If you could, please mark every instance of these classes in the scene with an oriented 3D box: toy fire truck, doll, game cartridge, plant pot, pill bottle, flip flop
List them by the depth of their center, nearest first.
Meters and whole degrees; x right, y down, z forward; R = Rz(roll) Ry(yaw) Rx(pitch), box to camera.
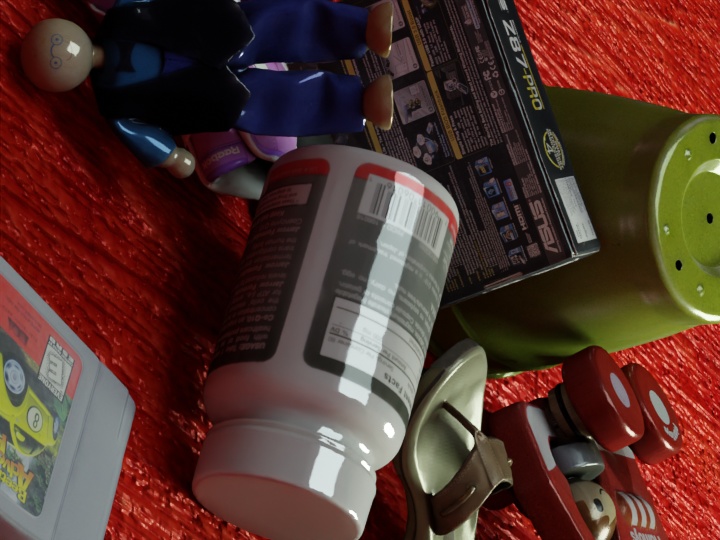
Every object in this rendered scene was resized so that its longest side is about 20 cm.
[{"bbox_3d":[-0.184,0.059,1.307,0.200,0.041,0.133,49,38,-34],"label":"game cartridge"},{"bbox_3d":[-0.084,-0.118,1.472,0.048,0.200,0.137,-146,-124,-79],"label":"doll"},{"bbox_3d":[-0.021,0.042,1.492,0.114,0.114,0.200,41,55,-42],"label":"pill bottle"},{"bbox_3d":[0.059,0.128,1.584,0.081,0.058,0.200,-32,133,-46],"label":"flip flop"},{"bbox_3d":[0.149,0.150,1.714,0.200,0.112,0.168,21,43,-65],"label":"toy fire truck"},{"bbox_3d":[0.153,-0.029,1.731,0.200,0.193,0.201,1,89,-45],"label":"plant pot"}]

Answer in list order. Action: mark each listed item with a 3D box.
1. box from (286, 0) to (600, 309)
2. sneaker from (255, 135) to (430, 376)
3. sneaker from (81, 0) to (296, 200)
[{"bbox_3d":[0.039,-0.078,1.661,0.049,0.161,0.200,-14,83,-63],"label":"box"},{"bbox_3d":[0.000,0.000,1.616,0.076,0.091,0.200,6,66,-57],"label":"sneaker"},{"bbox_3d":[-0.093,-0.114,1.525,0.200,0.073,0.114,41,29,-42],"label":"sneaker"}]
